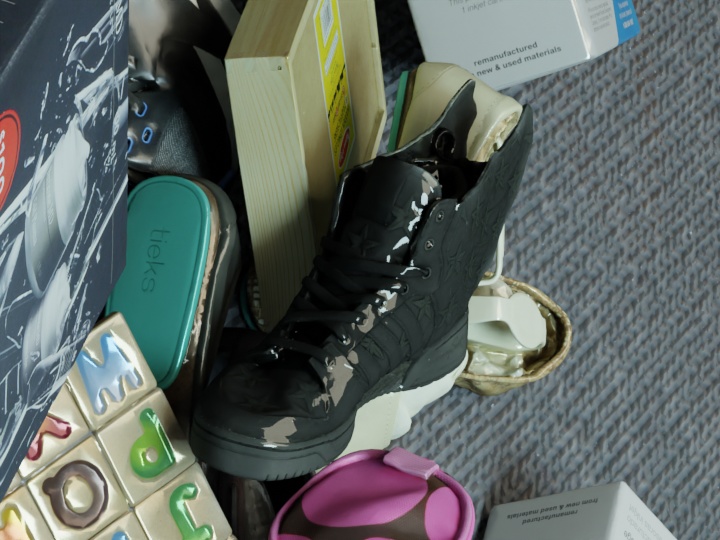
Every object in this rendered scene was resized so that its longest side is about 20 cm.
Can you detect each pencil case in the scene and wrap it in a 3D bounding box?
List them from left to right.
[{"bbox_3d":[0.026,0.160,1.108,0.094,0.090,0.201,-44,138,-29],"label":"pencil case"}]

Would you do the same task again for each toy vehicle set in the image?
[{"bbox_3d":[-0.020,-0.077,1.177,0.200,0.026,0.125,-74,160,-60],"label":"toy vehicle set"}]

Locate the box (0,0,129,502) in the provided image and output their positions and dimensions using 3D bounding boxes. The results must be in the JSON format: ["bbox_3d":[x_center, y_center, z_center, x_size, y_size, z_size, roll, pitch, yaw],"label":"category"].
[{"bbox_3d":[-0.155,-0.019,0.917,0.201,0.104,0.183,96,13,-48],"label":"box"}]

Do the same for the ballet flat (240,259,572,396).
[{"bbox_3d":[0.030,0.017,1.266,0.200,0.065,0.071,9,74,-51],"label":"ballet flat"}]

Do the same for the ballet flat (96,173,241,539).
[{"bbox_3d":[-0.086,0.061,1.085,0.068,0.068,0.201,56,51,-67],"label":"ballet flat"}]

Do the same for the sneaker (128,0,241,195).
[{"bbox_3d":[-0.107,-0.098,1.116,0.200,0.073,0.112,52,42,-30],"label":"sneaker"}]

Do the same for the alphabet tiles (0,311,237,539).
[{"bbox_3d":[-0.126,0.137,1.004,0.200,0.008,0.168,-36,110,-30],"label":"alphabet tiles"}]

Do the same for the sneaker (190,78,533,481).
[{"bbox_3d":[0.003,0.001,1.078,0.200,0.060,0.105,-29,133,-52],"label":"sneaker"}]

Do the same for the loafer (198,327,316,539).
[{"bbox_3d":[-0.038,0.120,1.142,0.072,0.063,0.201,-24,98,-53],"label":"loafer"}]

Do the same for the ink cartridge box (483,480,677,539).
[{"bbox_3d":[0.108,0.225,1.284,0.145,0.084,0.201,46,45,-33],"label":"ink cartridge box"}]

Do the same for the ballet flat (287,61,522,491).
[{"bbox_3d":[0.024,0.011,1.178,0.069,0.069,0.201,14,93,-50],"label":"ballet flat"}]

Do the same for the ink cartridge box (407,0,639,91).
[{"bbox_3d":[0.061,-0.192,1.330,0.146,0.085,0.201,-33,104,-73],"label":"ink cartridge box"}]
